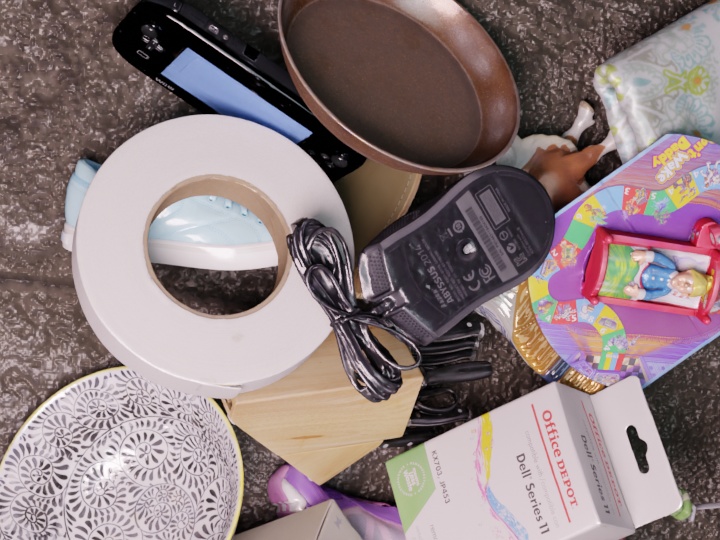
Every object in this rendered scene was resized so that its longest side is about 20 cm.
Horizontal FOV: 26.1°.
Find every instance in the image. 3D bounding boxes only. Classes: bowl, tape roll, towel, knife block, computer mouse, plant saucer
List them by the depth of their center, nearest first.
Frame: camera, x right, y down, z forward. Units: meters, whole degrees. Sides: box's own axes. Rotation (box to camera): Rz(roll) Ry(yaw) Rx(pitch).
[{"bbox_3d":[-0.103,-0.011,1.097,0.202,0.037,0.204,5,71,-15],"label":"tape roll"},{"bbox_3d":[0.049,-0.008,1.110,0.200,0.053,0.139,-29,96,-20],"label":"computer mouse"},{"bbox_3d":[0.023,-0.144,1.124,0.200,0.201,0.035,26,135,-16],"label":"plant saucer"},{"bbox_3d":[0.004,0.076,1.169,0.175,0.064,0.200,-36,140,8],"label":"knife block"},{"bbox_3d":[-0.169,0.182,1.170,0.200,0.201,0.094,-35,151,-2],"label":"bowl"},{"bbox_3d":[0.278,-0.100,1.202,0.171,0.048,0.201,-32,108,-29],"label":"towel"}]

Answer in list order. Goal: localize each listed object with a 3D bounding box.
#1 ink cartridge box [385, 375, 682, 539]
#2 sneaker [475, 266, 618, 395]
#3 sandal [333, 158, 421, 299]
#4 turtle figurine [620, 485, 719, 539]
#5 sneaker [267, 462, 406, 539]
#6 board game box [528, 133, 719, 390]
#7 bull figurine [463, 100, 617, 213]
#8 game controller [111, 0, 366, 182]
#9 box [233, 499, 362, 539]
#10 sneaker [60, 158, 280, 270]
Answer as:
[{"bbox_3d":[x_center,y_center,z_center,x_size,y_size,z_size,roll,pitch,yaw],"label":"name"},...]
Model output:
[{"bbox_3d":[0.128,0.161,1.166,0.200,0.118,0.067,-29,153,25],"label":"ink cartridge box"},{"bbox_3d":[0.120,0.015,1.207,0.075,0.088,0.200,-45,101,-3],"label":"sneaker"},{"bbox_3d":[-0.003,-0.003,1.204,0.070,0.078,0.212,22,107,-46],"label":"sandal"},{"bbox_3d":[0.221,0.239,1.224,0.200,0.144,0.194,41,49,-9],"label":"turtle figurine"},{"bbox_3d":[0.014,0.213,1.243,0.200,0.080,0.089,43,77,-12],"label":"sneaker"},{"bbox_3d":[0.224,-0.001,1.146,0.200,0.039,0.158,-35,107,3],"label":"board game box"},{"bbox_3d":[0.165,-0.055,1.213,0.121,0.065,0.200,-40,112,-7],"label":"bull figurine"},{"bbox_3d":[-0.087,-0.128,1.130,0.200,0.104,0.042,34,59,-16],"label":"game controller"},{"bbox_3d":[-0.089,0.252,1.188,0.199,0.068,0.082,-25,108,26],"label":"box"},{"bbox_3d":[-0.121,-0.048,1.150,0.199,0.074,0.082,2,105,-8],"label":"sneaker"}]
